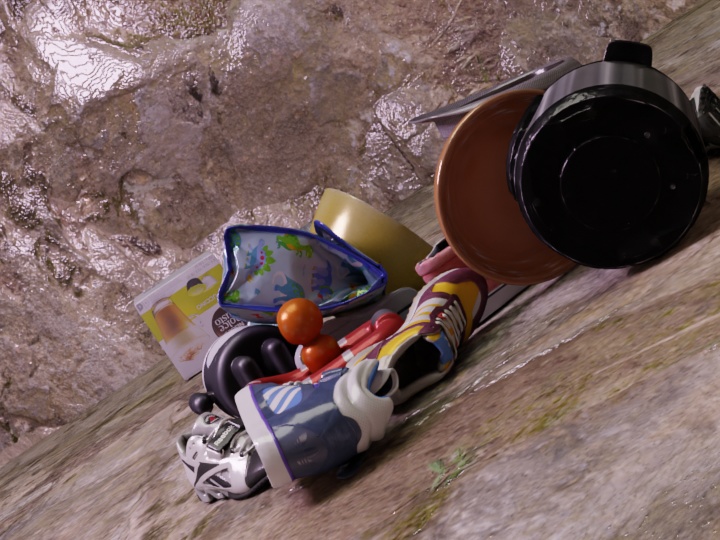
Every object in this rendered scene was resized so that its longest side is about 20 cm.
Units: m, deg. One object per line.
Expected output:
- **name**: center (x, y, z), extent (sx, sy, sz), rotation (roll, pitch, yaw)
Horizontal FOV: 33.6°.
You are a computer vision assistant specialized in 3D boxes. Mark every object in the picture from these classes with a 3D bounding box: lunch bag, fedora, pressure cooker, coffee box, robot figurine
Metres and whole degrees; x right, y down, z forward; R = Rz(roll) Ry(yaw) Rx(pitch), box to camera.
- **lunch bag**: center (-0.067, 0.007, 1.468), extent (0.200, 0.128, 0.170), rotation (6, -5, 0)
- **fedora**: center (0.162, -0.160, 1.317), extent (0.200, 0.090, 0.177), rotation (-24, 9, -11)
- **pressure cooker**: center (0.237, -0.106, 1.132), extent (0.176, 0.179, 0.200), rotation (-37, 9, 23)
- **coffee box**: center (-0.353, 0.094, 2.577), extent (0.200, 0.198, 0.200), rotation (-34, 8, -8)
- **robot figurine**: center (-0.131, 0.127, 1.488), extent (0.150, 0.125, 0.200), rotation (10, -6, -15)

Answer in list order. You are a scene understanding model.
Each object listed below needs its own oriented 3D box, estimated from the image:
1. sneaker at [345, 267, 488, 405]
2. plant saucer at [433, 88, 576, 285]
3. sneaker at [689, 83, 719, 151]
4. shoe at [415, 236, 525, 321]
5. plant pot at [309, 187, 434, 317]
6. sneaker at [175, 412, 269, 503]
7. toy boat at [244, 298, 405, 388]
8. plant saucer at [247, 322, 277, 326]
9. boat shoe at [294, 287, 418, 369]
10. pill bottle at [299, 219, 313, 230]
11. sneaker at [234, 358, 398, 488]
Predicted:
- **sneaker**: center (0.075, 0.068, 1.182), extent (0.200, 0.075, 0.090), rotation (-44, 18, -27)
- **plant saucer**: center (0.165, -0.085, 1.228), extent (0.200, 0.200, 0.037), rotation (-35, 17, -12)
- **sneaker**: center (0.380, -0.157, 1.335), extent (0.079, 0.074, 0.200), rotation (-42, -2, 16)
- **shoe**: center (0.152, -0.022, 1.319), extent (0.200, 0.091, 0.071), rotation (-36, 6, -26)
- **plant pot**: center (0.000, 0.000, 1.641), extent (0.142, 0.200, 0.200), rotation (-58, 9, -7)
- **sneaker**: center (-0.137, 0.188, 1.250), extent (0.074, 0.089, 0.200), rotation (-37, 8, -40)
- **toy boat**: center (-0.047, 0.090, 1.315), extent (0.200, 0.131, 0.131), rotation (-34, 6, -2)
- **plant saucer**: center (-0.120, 0.077, 1.653), extent (0.027, 0.200, 0.200), rotation (10, -13, -23)
- **boat shoe**: center (-0.004, 0.087, 1.460), extent (0.200, 0.074, 0.067), rotation (-24, -8, -34)
- **pill bottle**: center (-0.119, -0.051, 2.869), extent (0.200, 0.114, 0.114), rotation (-34, 6, -8)
- **sneaker**: center (-0.033, 0.131, 1.116), extent (0.146, 0.081, 0.200), rotation (-24, 11, -6)
